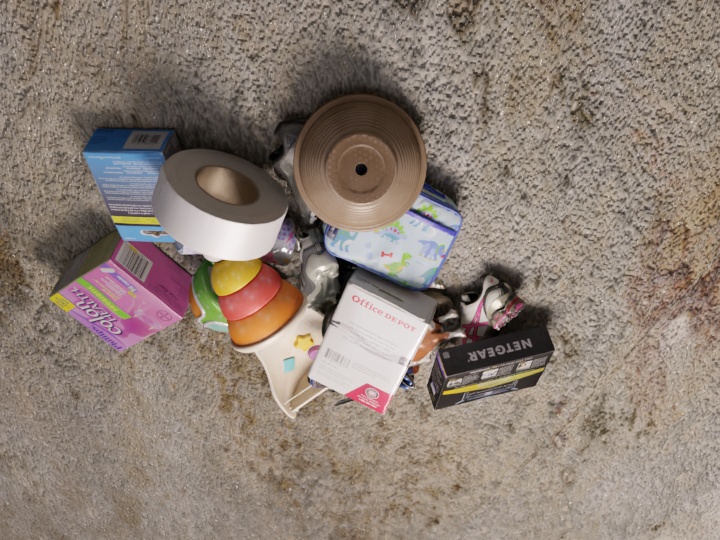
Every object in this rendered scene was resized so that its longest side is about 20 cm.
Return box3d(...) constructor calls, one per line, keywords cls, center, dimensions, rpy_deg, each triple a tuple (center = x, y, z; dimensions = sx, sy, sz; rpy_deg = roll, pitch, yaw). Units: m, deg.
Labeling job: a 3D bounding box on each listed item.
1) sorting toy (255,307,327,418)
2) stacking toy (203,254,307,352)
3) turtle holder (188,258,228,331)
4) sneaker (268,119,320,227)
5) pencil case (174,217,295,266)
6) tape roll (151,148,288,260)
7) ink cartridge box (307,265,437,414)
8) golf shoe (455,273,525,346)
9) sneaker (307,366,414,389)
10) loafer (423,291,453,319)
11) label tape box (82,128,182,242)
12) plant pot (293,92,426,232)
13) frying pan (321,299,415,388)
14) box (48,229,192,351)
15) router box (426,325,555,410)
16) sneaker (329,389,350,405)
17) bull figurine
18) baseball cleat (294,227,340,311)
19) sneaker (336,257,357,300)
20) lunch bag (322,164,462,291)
box3d(cls="sorting toy", center=(-0.103, 0.138, 1.753), dimensions=(0.199, 0.107, 0.180), rpy_deg=(-35, 125, 12))
box3d(cls="stacking toy", center=(-0.187, 0.015, 1.532), dimensions=(0.145, 0.147, 0.201), rpy_deg=(-17, 116, 31))
box3d(cls="turtle holder", center=(-0.219, 0.036, 1.707), dimensions=(0.141, 0.185, 0.132), rpy_deg=(52, 134, 7))
box3d(cls="sneaker", center=(-0.097, -0.156, 1.508), dimensions=(0.089, 0.067, 0.201), rpy_deg=(10, 134, 11))
box3d(cls="pencil case", center=(-0.204, -0.057, 1.583), dimensions=(0.198, 0.084, 0.091), rpy_deg=(7, 169, -22))
box3d(cls="tape roll", center=(-0.215, -0.104, 1.485), dimensions=(0.200, 0.203, 0.071), rpy_deg=(22, 122, -7))
box3d(cls="ink cartridge box", center=(0.019, 0.109, 1.562), dimensions=(0.144, 0.084, 0.201), rpy_deg=(26, 120, 3))
box3d(cls="golf shoe", center=(0.208, 0.078, 1.670), dimensions=(0.092, 0.072, 0.200), rpy_deg=(47, 142, 12))
box3d(cls="sneaker", center=(0.006, 0.177, 1.686), dimensions=(0.198, 0.079, 0.076), rpy_deg=(-7, 130, -12))
box3d(cls="loafer", center=(0.064, 0.070, 1.697), dimensions=(0.198, 0.069, 0.076), rpy_deg=(-11, 128, 5))
box3d(cls="label tape box", center=(-0.353, -0.138, 1.600), dimensions=(0.142, 0.067, 0.201), rpy_deg=(2, 139, 14))
box3d(cls="plant pot", center=(0.001, -0.150, 1.389), dimensions=(0.198, 0.093, 0.203), rpy_deg=(-1, 103, -2))
box3d(cls="frying pan", center=(0.003, 0.136, 1.651), dimensions=(0.114, 0.031, 0.192), rpy_deg=(-26, 84, 7))
box3d(cls="box", center=(-0.436, 0.035, 1.781), dimensions=(0.199, 0.097, 0.176), rpy_deg=(-25, 125, 36))
box3d(cls="router box", center=(0.223, 0.171, 1.679), dimensions=(0.198, 0.053, 0.158), rpy_deg=(-12, 153, -11))
box3d(cls="sneaker", center=(0.028, 0.199, 1.831), dimensions=(0.198, 0.060, 0.104), rpy_deg=(-26, 166, 4))
box3d(cls="bull figurine", center=(0.103, 0.088, 1.629), dimensions=(0.120, 0.065, 0.201), rpy_deg=(-23, 127, 9))
box3d(cls="baseball cleat", center=(-0.072, -0.008, 1.590), dimensions=(0.069, 0.107, 0.200), rpy_deg=(-15, 162, -15))
box3d(cls="sneaker", center=(0.001, -0.003, 1.640), dimensions=(0.103, 0.060, 0.200), rpy_deg=(22, 141, -14))
box3d(cls="lunch bag", center=(0.049, -0.074, 1.507), dimensions=(0.198, 0.083, 0.162), rpy_deg=(26, 109, -12))
